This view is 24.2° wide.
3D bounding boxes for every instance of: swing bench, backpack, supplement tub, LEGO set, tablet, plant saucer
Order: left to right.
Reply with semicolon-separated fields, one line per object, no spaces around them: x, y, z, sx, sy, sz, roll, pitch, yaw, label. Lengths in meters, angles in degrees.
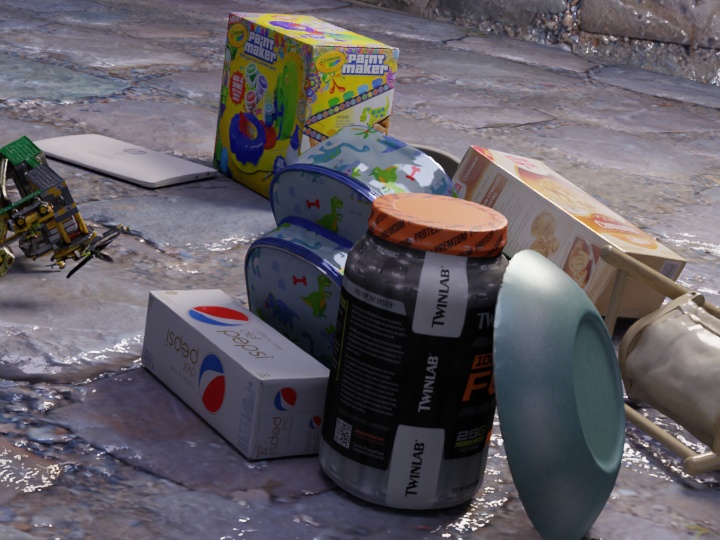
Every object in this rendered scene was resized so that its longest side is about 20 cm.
-0.312;-0.028;1.517;0.153;0.116;0.200;-34;31;-22;LEGO set
-0.283;-0.134;2.004;0.199;0.014;0.130;18;18;29;tablet
0.000;0.000;1.347;0.182;0.201;0.147;24;42;39;backpack
0.041;0.054;1.178;0.122;0.201;0.123;7;16;-2;supplement tub
0.143;0.084;1.130;0.038;0.202;0.201;-10;7;25;plant saucer
0.312;0.078;1.380;0.199;0.131;0.199;7;14;-25;swing bench

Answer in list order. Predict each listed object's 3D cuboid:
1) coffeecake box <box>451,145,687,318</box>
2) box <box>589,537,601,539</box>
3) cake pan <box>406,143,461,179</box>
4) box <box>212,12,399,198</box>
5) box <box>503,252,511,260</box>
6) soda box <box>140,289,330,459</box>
0.200;-0.037;1.662;0.200;0.073;0.153;37;17;29;coffeecake box
0.195;0.228;0.942;0.192;0.048;0.200;12;16;17;box
0.025;-0.069;1.780;0.199;0.037;0.201;-4;34;3;cake pan
-0.067;-0.189;1.977;0.121;0.194;0.200;-3;19;-33;box
0.096;0.006;1.571;0.199;0.037;0.144;5;27;-49;box
-0.097;0.075;1.287;0.068;0.064;0.200;-1;19;-32;soda box
